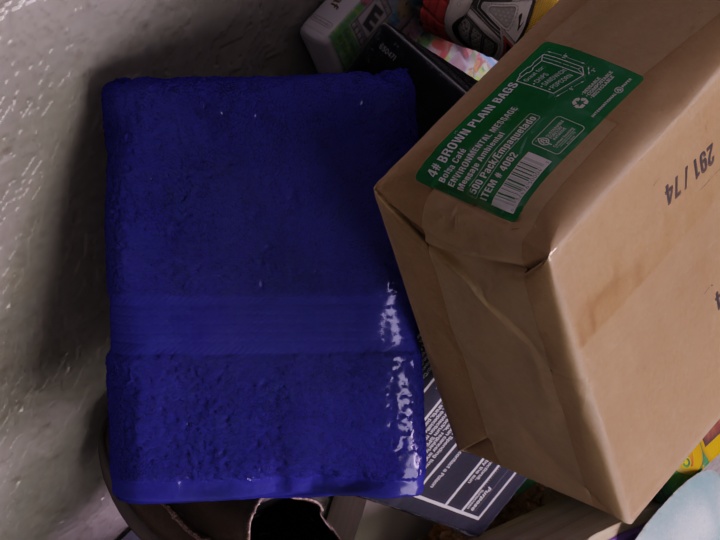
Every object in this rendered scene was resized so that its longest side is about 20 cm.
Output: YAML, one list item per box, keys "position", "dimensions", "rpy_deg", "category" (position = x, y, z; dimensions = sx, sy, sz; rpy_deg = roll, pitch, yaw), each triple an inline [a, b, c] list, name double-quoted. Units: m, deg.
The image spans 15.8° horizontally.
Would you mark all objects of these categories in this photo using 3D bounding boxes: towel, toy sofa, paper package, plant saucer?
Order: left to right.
- position: [-0.044, 0.007, 1.194]
  dimensions: [0.050, 0.147, 0.201]
  rpy_deg: [-87, 176, -79]
  category: "towel"
- position: [0.111, 0.176, 1.450]
  dimensions: [0.200, 0.097, 0.083]
  rpy_deg: [-13, 103, -62]
  category: "toy sofa"
- position: [0.121, -0.021, 1.187]
  dimensions: [0.200, 0.103, 0.191]
  rpy_deg: [-46, 137, -27]
  category: "paper package"
- position: [0.169, 0.210, 1.481]
  dimensions: [0.201, 0.039, 0.201]
  rpy_deg: [-47, 153, -33]
  category: "plant saucer"

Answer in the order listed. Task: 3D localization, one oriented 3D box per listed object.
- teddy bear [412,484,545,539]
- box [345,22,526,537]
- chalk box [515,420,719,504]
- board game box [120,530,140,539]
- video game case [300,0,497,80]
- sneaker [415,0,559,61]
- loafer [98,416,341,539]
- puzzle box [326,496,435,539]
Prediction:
- position: [0.073, 0.188, 1.580]
  dimensions: [0.200, 0.067, 0.145]
  rpy_deg: [-16, 139, -55]
  category: "teddy bear"
- position: [0.036, 0.011, 1.326]
  dimensions: [0.200, 0.123, 0.198]
  rpy_deg: [-52, 144, 9]
  category: "box"
- position: [0.150, 0.048, 1.507]
  dimensions: [0.200, 0.124, 0.125]
  rpy_deg: [-41, 116, -27]
  category: "chalk box"
- position: [-0.128, 0.241, 1.405]
  dimensions: [0.199, 0.041, 0.200]
  rpy_deg: [-43, 145, -24]
  category: "board game box"
- position: [0.059, -0.127, 1.363]
  dimensions: [0.182, 0.022, 0.200]
  rpy_deg: [-48, 147, -15]
  category: "video game case"
- position: [0.113, -0.127, 1.340]
  dimensions: [0.200, 0.082, 0.078]
  rpy_deg: [-8, 124, -52]
  category: "sneaker"
- position: [-0.048, 0.121, 1.260]
  dimensions: [0.073, 0.200, 0.071]
  rpy_deg: [-29, 149, -38]
  category: "loafer"
- position: [0.024, 0.157, 1.558]
  dimensions: [0.133, 0.025, 0.200]
  rpy_deg: [-11, 126, -50]
  category: "puzzle box"
